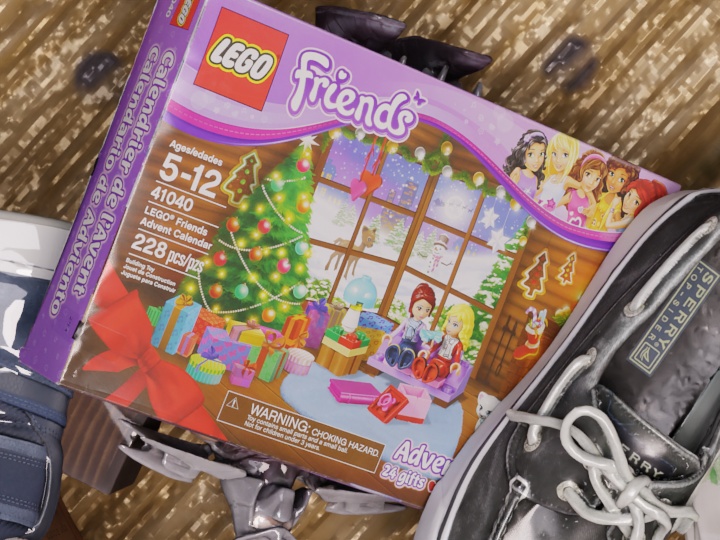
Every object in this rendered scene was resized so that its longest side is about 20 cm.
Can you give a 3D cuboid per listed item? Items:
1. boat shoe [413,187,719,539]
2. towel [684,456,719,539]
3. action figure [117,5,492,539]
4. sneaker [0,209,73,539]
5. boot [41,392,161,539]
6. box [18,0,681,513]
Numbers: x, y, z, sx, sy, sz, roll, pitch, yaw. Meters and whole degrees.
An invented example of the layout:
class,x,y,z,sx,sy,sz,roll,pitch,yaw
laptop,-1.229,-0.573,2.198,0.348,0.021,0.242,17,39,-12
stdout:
class,x,y,z,sx,sy,sz,roll,pitch,yaw
boat shoe,0.084,0.062,0.998,0.073,0.068,0.200,39,82,-13
towel,0.181,0.092,1.011,0.152,0.023,0.201,-3,44,0
action figure,-0.013,0.011,1.062,0.130,0.069,0.201,15,90,-37
sneaker,-0.194,0.044,1.034,0.201,0.077,0.147,8,84,12
boot,-0.166,0.079,1.099,0.146,0.070,0.201,28,91,12
box,0.000,0.000,1.008,0.199,0.039,0.138,20,91,-31
